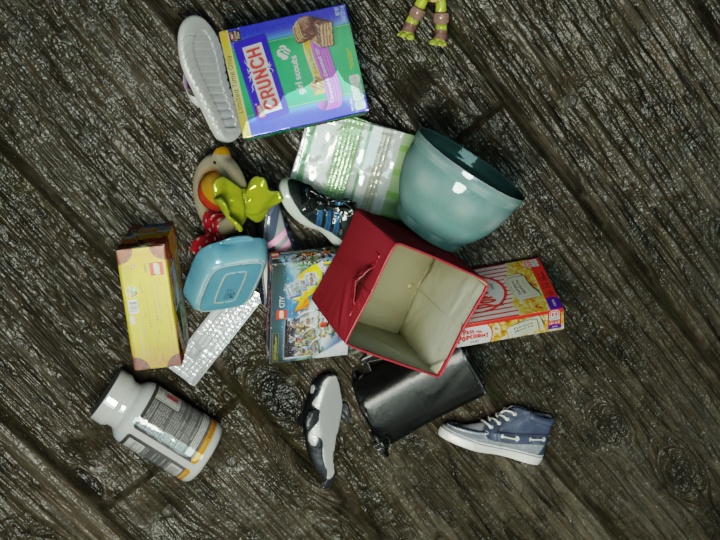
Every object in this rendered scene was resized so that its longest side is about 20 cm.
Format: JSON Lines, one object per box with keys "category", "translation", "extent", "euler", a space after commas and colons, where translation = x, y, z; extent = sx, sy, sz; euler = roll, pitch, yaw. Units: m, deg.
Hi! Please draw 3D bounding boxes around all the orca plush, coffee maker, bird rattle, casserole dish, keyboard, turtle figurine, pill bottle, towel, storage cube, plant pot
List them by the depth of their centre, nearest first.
{"category": "storage cube", "translation": [0.055, 0.030, 1.542], "extent": [0.200, 0.180, 0.171], "euler": [22, 101, -26]}
{"category": "turtle figurine", "translation": [0.105, -0.437, 1.559], "extent": [0.200, 0.064, 0.162], "euler": [8, 112, -15]}
{"category": "plant pot", "translation": [0.139, -0.114, 1.586], "extent": [0.200, 0.200, 0.134], "euler": [30, 106, -12]}
{"category": "casserole dish", "translation": [-0.211, 0.012, 1.599], "extent": [0.121, 0.200, 0.039], "euler": [-8, 63, -25]}
{"category": "bird rattle", "translation": [-0.214, -0.103, 1.600], "extent": [0.112, 0.200, 0.163], "euler": [-14, 72, -32]}
{"category": "towel", "translation": [-0.006, -0.175, 1.646], "extent": [0.200, 0.031, 0.149], "euler": [15, 106, -10]}
{"category": "coffee maker", "translation": [0.103, 0.202, 1.671], "extent": [0.200, 0.192, 0.135], "euler": [-29, 135, 6]}
{"category": "pill bottle", "translation": [-0.342, 0.258, 1.690], "extent": [0.200, 0.116, 0.116], "euler": [35, 100, -12]}
{"category": "keyboard", "translation": [-0.246, 0.105, 1.710], "extent": [0.056, 0.011, 0.200], "euler": [37, 99, -13]}
{"category": "orca plush", "translation": [-0.073, 0.273, 1.756], "extent": [0.105, 0.071, 0.200], "euler": [-29, 118, -43]}

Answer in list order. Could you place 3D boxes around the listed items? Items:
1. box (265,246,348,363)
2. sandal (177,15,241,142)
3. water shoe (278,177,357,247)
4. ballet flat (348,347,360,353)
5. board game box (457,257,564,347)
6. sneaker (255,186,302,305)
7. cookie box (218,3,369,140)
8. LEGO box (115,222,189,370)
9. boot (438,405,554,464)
{"category": "box", "translation": [-0.084, 0.057, 1.651], "extent": [0.136, 0.038, 0.200], "euler": [-5, 124, -15]}
{"category": "sandal", "translation": [-0.247, -0.295, 1.576], "extent": [0.050, 0.082, 0.203], "euler": [0, 114, 41]}
{"category": "water shoe", "translation": [-0.044, -0.099, 1.615], "extent": [0.079, 0.072, 0.200], "euler": [-31, 132, 28]}
{"category": "ballet flat", "translation": [0.054, 0.065, 1.694], "extent": [0.074, 0.074, 0.200], "euler": [28, 103, -11]}
{"category": "board game box", "translation": [0.217, 0.053, 1.656], "extent": [0.200, 0.152, 0.046], "euler": [-10, 124, -2]}
{"category": "sneaker", "translation": [-0.129, -0.042, 1.656], "extent": [0.082, 0.070, 0.200], "euler": [-4, 111, -16]}
{"category": "cookie box", "translation": [-0.102, -0.304, 1.558], "extent": [0.200, 0.075, 0.172], "euler": [-13, 93, -1]}
{"category": "LEGO box", "translation": [-0.330, 0.040, 1.614], "extent": [0.077, 0.149, 0.200], "euler": [-6, 106, -3]}
{"category": "boot", "translation": [0.239, 0.273, 1.770], "extent": [0.200, 0.073, 0.091], "euler": [15, 97, -17]}
